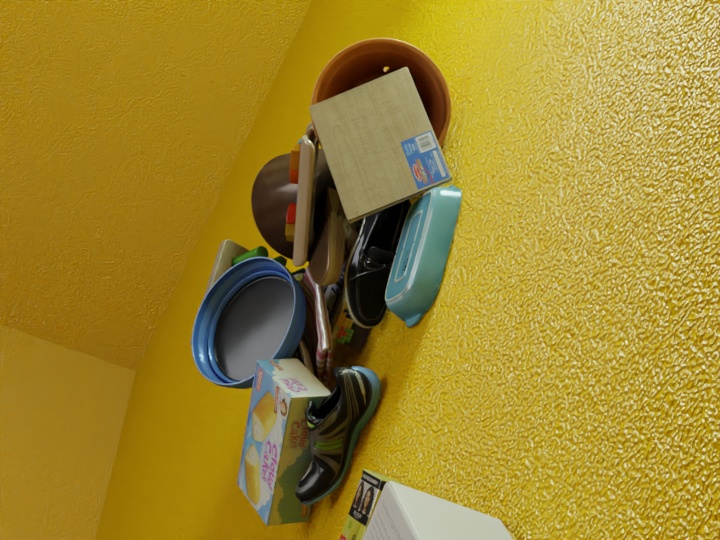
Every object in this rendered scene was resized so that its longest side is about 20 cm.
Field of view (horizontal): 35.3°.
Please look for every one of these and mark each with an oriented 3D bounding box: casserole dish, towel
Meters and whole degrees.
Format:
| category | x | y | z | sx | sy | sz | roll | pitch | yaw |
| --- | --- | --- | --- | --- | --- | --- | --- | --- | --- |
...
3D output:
| category | x | y | z | sx | sy | sz | roll | pitch | yaw |
| --- | --- | --- | --- | --- | --- | --- | --- | --- | --- |
| casserole dish | 0.078 | -0.025 | 1.476 | 0.121 | 0.039 | 0.201 | 146 | 141 | -66 |
| towel | -0.071 | 0.102 | 1.667 | 0.200 | 0.030 | 0.147 | 102 | 159 | -55 |

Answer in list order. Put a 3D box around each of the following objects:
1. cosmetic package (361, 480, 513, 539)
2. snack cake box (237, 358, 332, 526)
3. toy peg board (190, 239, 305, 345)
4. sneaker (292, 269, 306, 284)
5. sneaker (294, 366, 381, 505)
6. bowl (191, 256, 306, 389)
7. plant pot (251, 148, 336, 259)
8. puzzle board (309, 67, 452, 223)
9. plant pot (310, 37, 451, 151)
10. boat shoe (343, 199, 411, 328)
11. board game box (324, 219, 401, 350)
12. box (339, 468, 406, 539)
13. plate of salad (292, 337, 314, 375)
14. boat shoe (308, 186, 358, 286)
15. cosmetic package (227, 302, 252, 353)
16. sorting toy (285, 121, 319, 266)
| category | x | y | z | sx | sy | sz | roll | pitch | yaw |
| --- | --- | --- | --- | --- | --- | --- | --- | --- | --- |
| cosmetic package | 0.055 | 0.314 | 0.923 | 0.199 | 0.123 | 0.201 | -127 | 58 | -73 |
| snack cake box | -0.107 | 0.236 | 1.566 | 0.115 | 0.067 | 0.201 | 39 | 124 | 55 |
| toy peg board | -0.155 | 0.066 | 1.902 | 0.098 | 0.200 | 0.200 | -23 | 46 | 50 |
| sneaker | -0.087 | 0.041 | 1.816 | 0.200 | 0.076 | 0.076 | -18 | -70 | -61 |
| sneaker | -0.043 | 0.213 | 1.488 | 0.200 | 0.082 | 0.071 | -67 | 19 | 12 |
| bowl | -0.162 | 0.079 | 1.659 | 0.200 | 0.039 | 0.201 | -19 | 56 | 31 |
| plant pot | -0.049 | -0.123 | 1.843 | 0.200 | 0.187 | 0.188 | -16 | 53 | 54 |
| puzzle board | 0.025 | -0.172 | 1.545 | 0.017 | 0.150 | 0.201 | 61 | -171 | -61 |
| plant pot | 0.033 | -0.231 | 1.664 | 0.140 | 0.199 | 0.201 | -37 | -31 | -85 |
| boat shoe | 0.027 | -0.017 | 1.557 | 0.062 | 0.074 | 0.201 | 18 | 95 | 64 |
| board game box | 0.000 | 0.000 | 1.683 | 0.201 | 0.057 | 0.165 | -67 | 17 | 7 |
| box | 0.000 | 0.325 | 1.242 | 0.201 | 0.050 | 0.075 | -71 | 16 | -5 |
| plate of salad | -0.101 | 0.177 | 1.675 | 0.200 | 0.048 | 0.201 | 172 | 90 | -77 |
| boat shoe | -0.030 | -0.047 | 1.623 | 0.071 | 0.064 | 0.200 | -56 | 20 | 36 |
| cosmetic package | -0.137 | 0.124 | 1.784 | 0.200 | 0.050 | 0.083 | 49 | -128 | -60 |
| sorting toy | -0.086 | -0.118 | 1.671 | 0.200 | 0.036 | 0.186 | -89 | 4 | -74 |
